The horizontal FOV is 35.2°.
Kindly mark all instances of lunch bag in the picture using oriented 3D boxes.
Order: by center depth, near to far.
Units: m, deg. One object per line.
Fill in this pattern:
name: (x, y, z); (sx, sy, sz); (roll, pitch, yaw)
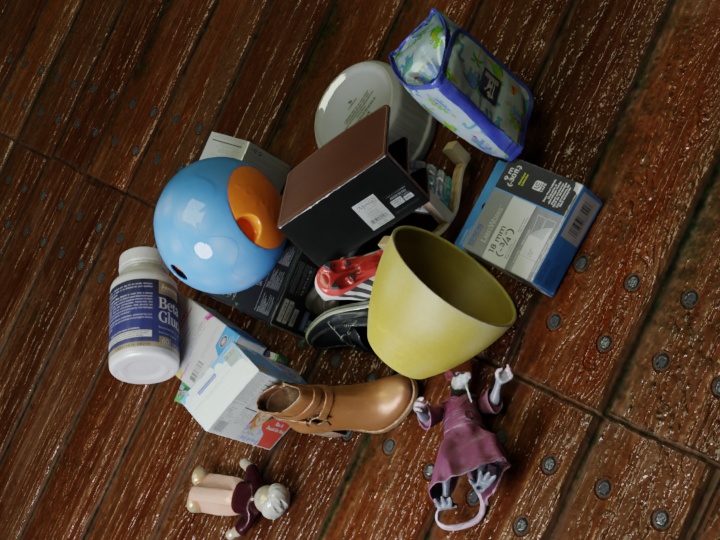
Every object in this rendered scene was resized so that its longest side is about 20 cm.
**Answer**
lunch bag: (0.143, -0.250, 1.572); (0.127, 0.169, 0.201); (-44, 27, 19)

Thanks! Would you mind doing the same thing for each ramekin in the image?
ramekin: (0.015, -0.233, 1.767); (0.201, 0.094, 0.205); (-19, 59, 35)

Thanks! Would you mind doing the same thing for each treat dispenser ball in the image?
treat dispenser ball: (-0.207, -0.067, 1.685); (0.199, 0.200, 0.203); (-18, 60, 35)

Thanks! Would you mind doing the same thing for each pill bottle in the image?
pill bottle: (-0.344, 0.068, 1.806); (0.110, 0.111, 0.202); (-26, 55, 30)

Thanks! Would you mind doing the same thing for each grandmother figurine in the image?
grandmother figurine: (-0.182, 0.345, 1.712); (0.199, 0.060, 0.123); (-7, 75, 42)

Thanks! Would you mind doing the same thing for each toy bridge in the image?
toy bridge: (0.104, -0.092, 1.607); (0.201, 0.067, 0.027); (-55, 23, -20)

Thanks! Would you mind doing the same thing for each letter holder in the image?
letter holder: (-0.009, -0.122, 1.615); (0.199, 0.100, 0.143); (-32, 33, 26)

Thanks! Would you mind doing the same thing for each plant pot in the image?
plant pot: (0.088, 0.059, 1.516); (0.143, 0.199, 0.201); (-55, 45, 23)

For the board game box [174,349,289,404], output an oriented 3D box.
board game box: (-0.211, 0.177, 1.831); (0.199, 0.029, 0.136); (16, 83, 44)

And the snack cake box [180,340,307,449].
snack cake box: (-0.157, 0.185, 1.645); (0.067, 0.200, 0.115); (42, 93, 28)

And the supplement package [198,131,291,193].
supplement package: (-0.223, -0.114, 1.915); (0.113, 0.109, 0.202); (20, 85, 44)

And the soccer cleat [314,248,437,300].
soccer cleat: (0.030, 0.004, 1.630); (0.198, 0.085, 0.069); (-12, 73, -10)

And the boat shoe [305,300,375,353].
boat shoe: (0.001, 0.088, 1.653); (0.198, 0.074, 0.063); (-16, 56, 30)

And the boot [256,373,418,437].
boot: (-0.033, 0.182, 1.581); (0.199, 0.154, 0.074); (-28, 55, 30)

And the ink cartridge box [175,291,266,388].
ink cartridge box: (-0.251, 0.125, 1.823); (0.199, 0.068, 0.116); (30, 91, 45)

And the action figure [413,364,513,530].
action figure: (0.143, 0.211, 1.476); (0.132, 0.150, 0.201); (-9, 42, 7)

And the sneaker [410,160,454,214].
sneaker: (0.057, -0.119, 1.695); (0.198, 0.091, 0.078); (15, 75, 19)

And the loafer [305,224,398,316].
loafer: (0.000, 0.000, 1.704); (0.071, 0.073, 0.201); (45, 111, 26)

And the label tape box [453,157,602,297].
label tape box: (0.209, -0.072, 1.544); (0.199, 0.063, 0.145); (29, 91, 44)

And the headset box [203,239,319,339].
headset box: (-0.139, -0.007, 1.805); (0.199, 0.092, 0.176); (19, 85, 45)
